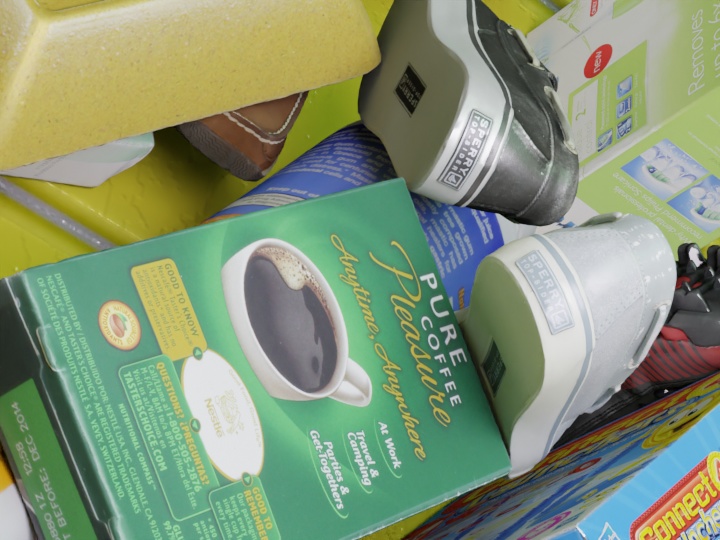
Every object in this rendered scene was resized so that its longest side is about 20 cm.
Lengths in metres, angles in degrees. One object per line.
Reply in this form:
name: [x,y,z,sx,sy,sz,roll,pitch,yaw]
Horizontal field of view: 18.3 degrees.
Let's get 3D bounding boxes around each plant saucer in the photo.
plant saucer: [-0.107,-0.152,0.904,0.199,0.048,0.200,-18,66,-35]

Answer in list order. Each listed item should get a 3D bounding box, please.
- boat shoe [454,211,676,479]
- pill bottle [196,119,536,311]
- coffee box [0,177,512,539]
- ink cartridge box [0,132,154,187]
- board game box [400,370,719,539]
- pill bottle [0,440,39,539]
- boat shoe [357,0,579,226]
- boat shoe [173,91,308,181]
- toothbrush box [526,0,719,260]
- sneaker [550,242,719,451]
boat shoe: [0.078,0.028,0.846,0.071,0.201,0.070,-20,77,-10]
pill bottle: [0.000,0.000,0.961,0.112,0.112,0.200,55,39,-2]
coffee box: [-0.037,0.043,0.775,0.200,0.044,0.123,-18,84,-50]
ink cartridge box: [-0.187,-0.122,0.904,0.200,0.050,0.162,8,59,-45]
board game box: [0.073,0.117,0.885,0.196,0.200,0.056,-30,90,-52]
pill bottle: [-0.175,0.070,0.732,0.200,0.113,0.113,55,39,-2]
boat shoe: [0.044,-0.069,0.918,0.063,0.071,0.200,24,21,-17]
boat shoe: [-0.046,-0.116,0.986,0.076,0.074,0.200,34,27,-21]
toothbrush box: [0.177,-0.100,1.144,0.086,0.200,0.146,32,45,-25]
sneaker: [0.119,0.045,1.003,0.071,0.200,0.098,-22,96,-34]
